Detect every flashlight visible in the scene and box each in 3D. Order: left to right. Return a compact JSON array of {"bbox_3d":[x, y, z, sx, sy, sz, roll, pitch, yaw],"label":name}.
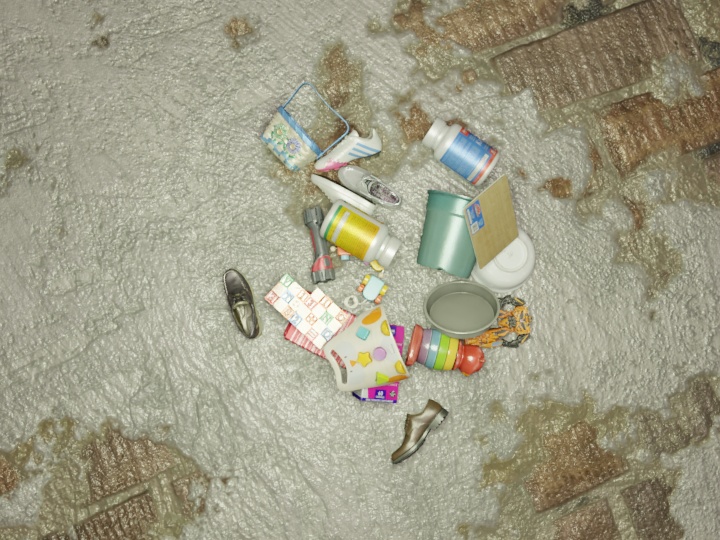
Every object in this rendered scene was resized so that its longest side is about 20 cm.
[{"bbox_3d":[-0.116,-0.066,1.511,0.067,0.068,0.202,-13,82,5],"label":"flashlight"}]

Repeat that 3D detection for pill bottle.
[{"bbox_3d":[0.004,-0.090,1.445,0.199,0.113,0.113,30,85,2],"label":"pill bottle"},{"bbox_3d":[0.271,-0.329,1.525,0.199,0.112,0.113,34,85,-2],"label":"pill bottle"}]

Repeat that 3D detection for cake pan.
[{"bbox_3d":[0.267,0.105,1.476,0.198,0.201,0.037,-12,130,-4],"label":"cake pan"}]

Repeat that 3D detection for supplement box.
[{"bbox_3d":[0.046,0.240,1.472,0.100,0.103,0.202,7,85,-14],"label":"supplement box"}]

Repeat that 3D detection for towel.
[{"bbox_3d":[-0.093,0.161,1.515,0.199,0.022,0.146,28,83,-3],"label":"towel"}]

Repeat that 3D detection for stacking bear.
[{"bbox_3d":[0.228,0.219,1.472,0.198,0.122,0.115,14,79,4],"label":"stacking bear"}]

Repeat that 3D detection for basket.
[{"bbox_3d":[-0.151,-0.372,1.489,0.176,0.139,0.200,45,93,0],"label":"basket"}]

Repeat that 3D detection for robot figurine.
[{"bbox_3d":[0.376,0.146,1.525,0.198,0.058,0.147,-8,88,-3],"label":"robot figurine"}]

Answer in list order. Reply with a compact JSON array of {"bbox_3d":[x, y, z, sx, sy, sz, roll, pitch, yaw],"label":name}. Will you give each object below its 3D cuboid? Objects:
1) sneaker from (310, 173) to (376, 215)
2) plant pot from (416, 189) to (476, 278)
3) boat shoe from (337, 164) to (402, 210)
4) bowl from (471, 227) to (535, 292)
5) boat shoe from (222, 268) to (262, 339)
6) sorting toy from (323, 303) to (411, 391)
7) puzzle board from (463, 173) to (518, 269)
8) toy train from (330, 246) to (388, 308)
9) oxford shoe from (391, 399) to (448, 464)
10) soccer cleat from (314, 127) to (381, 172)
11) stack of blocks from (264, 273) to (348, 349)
[{"bbox_3d":[-0.061,-0.191,1.516,0.199,0.073,0.085,32,104,9],"label":"sneaker"},{"bbox_3d":[0.244,-0.092,1.477,0.198,0.200,0.198,17,93,-2],"label":"plant pot"},{"bbox_3d":[0.026,-0.229,1.524,0.199,0.069,0.072,37,86,2],"label":"boat shoe"},{"bbox_3d":[0.397,-0.042,1.525,0.199,0.090,0.203,0,86,-4],"label":"bowl"},{"bbox_3d":[-0.316,0.088,1.484,0.071,0.065,0.202,-19,87,-3],"label":"boat shoe"},{"bbox_3d":[0.009,0.213,1.376,0.179,0.107,0.202,-22,93,6],"label":"sorting toy"},{"bbox_3d":[0.329,-0.121,1.402,0.150,0.017,0.201,-39,130,-17],"label":"puzzle board"},{"bbox_3d":[0.000,0.000,1.518,0.149,0.056,0.202,-7,83,-3],"label":"toy train"},{"bbox_3d":[0.143,0.430,1.494,0.084,0.073,0.200,40,82,15],"label":"oxford shoe"},{"bbox_3d":[-0.038,-0.333,1.520,0.198,0.070,0.087,-20,116,-12],"label":"soccer cleat"},{"bbox_3d":[-0.142,0.099,1.475,0.200,0.059,0.115,42,81,-1],"label":"stack of blocks"}]
